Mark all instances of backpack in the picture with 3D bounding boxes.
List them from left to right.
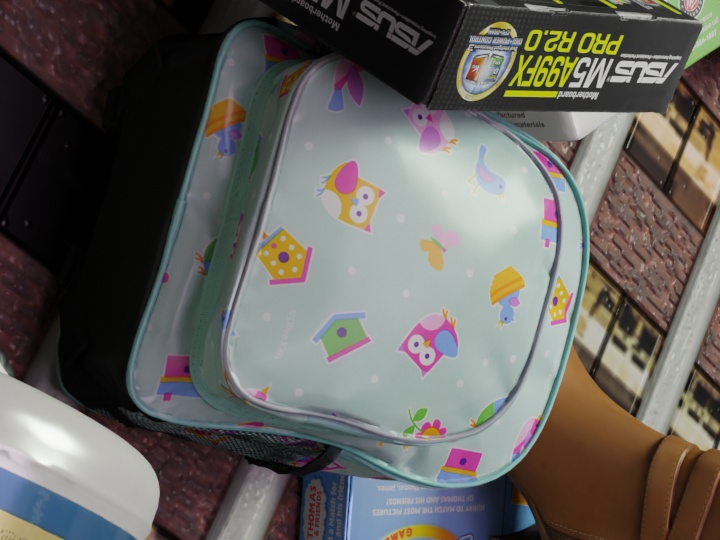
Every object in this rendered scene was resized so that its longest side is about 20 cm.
[{"bbox_3d":[0.000,0.000,0.850,0.200,0.153,0.176,20,80,-35],"label":"backpack"}]

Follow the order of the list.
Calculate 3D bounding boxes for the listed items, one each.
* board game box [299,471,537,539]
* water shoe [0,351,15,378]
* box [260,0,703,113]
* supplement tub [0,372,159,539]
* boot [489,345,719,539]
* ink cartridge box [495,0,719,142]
[{"bbox_3d":[0.038,0.075,0.997,0.151,0.037,0.200,4,89,-45],"label":"board game box"},{"bbox_3d":[-0.149,0.105,0.799,0.079,0.071,0.200,-29,111,-17],"label":"water shoe"},{"bbox_3d":[0.014,-0.127,0.837,0.160,0.200,0.044,-4,123,-50],"label":"box"},{"bbox_3d":[-0.155,0.119,0.563,0.145,0.145,0.200,35,71,-42],"label":"supplement tub"},{"bbox_3d":[0.120,0.086,0.943,0.077,0.155,0.200,-13,102,-44],"label":"boot"},{"bbox_3d":[0.091,-0.180,0.998,0.145,0.084,0.200,-33,116,-40],"label":"ink cartridge box"}]
